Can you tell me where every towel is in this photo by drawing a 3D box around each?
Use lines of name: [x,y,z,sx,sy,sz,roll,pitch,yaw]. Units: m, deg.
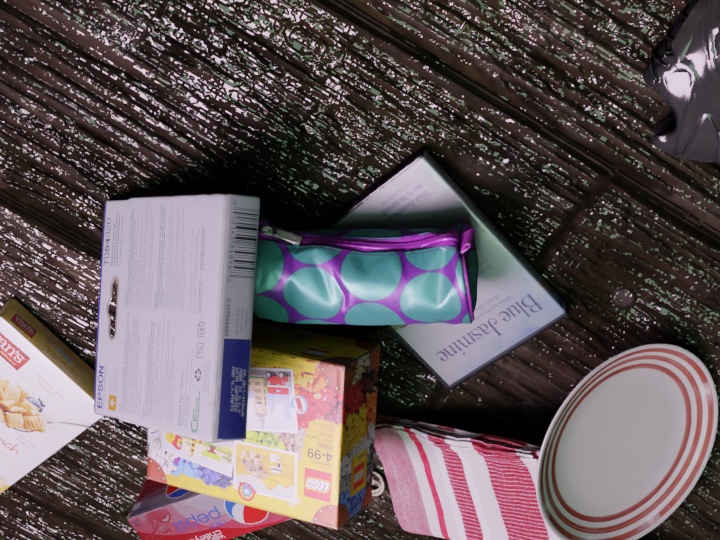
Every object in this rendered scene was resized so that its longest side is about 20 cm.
towel: [0.103,0.210,1.142,0.199,0.023,0.145,5,126,39]

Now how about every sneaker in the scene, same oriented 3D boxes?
sneaker: [0.257,-0.166,0.899,0.090,0.076,0.201,7,119,18]

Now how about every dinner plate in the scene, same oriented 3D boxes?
dinner plate: [0.233,0.154,1.075,0.199,0.024,0.201,-12,115,-26]

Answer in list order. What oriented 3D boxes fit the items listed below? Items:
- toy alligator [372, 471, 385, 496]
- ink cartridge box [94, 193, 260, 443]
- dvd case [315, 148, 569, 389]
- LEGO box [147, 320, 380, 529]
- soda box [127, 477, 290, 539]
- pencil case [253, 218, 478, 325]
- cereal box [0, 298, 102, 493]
toy alligator: [-0.027,0.157,1.164,0.059,0.054,0.201,-18,116,22]
ink cartridge box: [-0.159,0.035,1.034,0.200,0.043,0.198,3,89,52]
dvd case: [0.067,0.005,1.073,0.142,0.018,0.200,-36,109,27]
LEGO box: [-0.088,0.129,1.093,0.199,0.077,0.150,9,104,25]
soda box: [-0.130,0.222,1.216,0.199,0.070,0.064,-21,114,23]
pencil case: [0.000,0.000,1.023,0.199,0.085,0.093,1,135,11]
cereal box: [-0.361,0.134,1.227,0.200,0.040,0.144,-37,108,28]
